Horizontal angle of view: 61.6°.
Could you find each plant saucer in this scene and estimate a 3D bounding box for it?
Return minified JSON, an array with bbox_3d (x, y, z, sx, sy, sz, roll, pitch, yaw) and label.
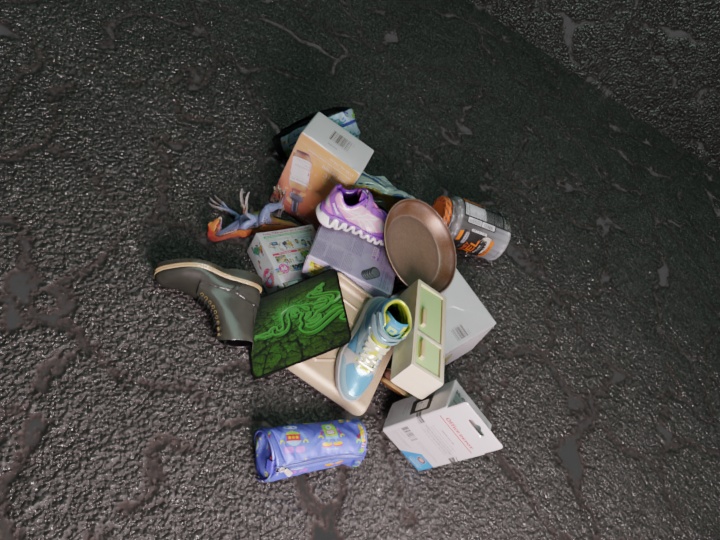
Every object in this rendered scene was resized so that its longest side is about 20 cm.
[{"bbox_3d":[0.116,-0.044,1.234,0.196,0.036,0.207,14,67,-34],"label":"plant saucer"}]

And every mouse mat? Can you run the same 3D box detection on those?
[{"bbox_3d":[-0.118,0.094,1.093,0.194,0.008,0.165,-21,55,7],"label":"mouse mat"}]

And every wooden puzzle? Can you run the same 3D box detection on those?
[{"bbox_3d":[-0.029,0.138,1.137,0.183,0.046,0.203,36,69,-14],"label":"wooden puzzle"}]

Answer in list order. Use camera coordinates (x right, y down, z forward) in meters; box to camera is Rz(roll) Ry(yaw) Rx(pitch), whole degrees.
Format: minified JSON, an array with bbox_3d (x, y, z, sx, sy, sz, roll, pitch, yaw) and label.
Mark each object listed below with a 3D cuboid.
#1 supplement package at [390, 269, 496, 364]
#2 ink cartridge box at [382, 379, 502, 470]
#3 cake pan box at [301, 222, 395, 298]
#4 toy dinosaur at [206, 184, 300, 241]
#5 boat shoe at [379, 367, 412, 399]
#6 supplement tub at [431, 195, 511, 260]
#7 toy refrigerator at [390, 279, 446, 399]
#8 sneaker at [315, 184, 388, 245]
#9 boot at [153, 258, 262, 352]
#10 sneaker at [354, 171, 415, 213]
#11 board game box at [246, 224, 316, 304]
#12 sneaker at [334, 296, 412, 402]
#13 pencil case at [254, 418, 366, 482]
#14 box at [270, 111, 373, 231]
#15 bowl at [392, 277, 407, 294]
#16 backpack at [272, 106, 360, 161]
[{"bbox_3d":[0.155,0.112,1.267,0.196,0.112,0.158,-22,67,-35],"label":"supplement package"},{"bbox_3d":[0.148,0.271,1.060,0.117,0.198,0.067,49,41,-14],"label":"ink cartridge box"},{"bbox_3d":[-0.011,-0.034,1.233,0.180,0.053,0.203,26,38,-7],"label":"cake pan box"},{"bbox_3d":[-0.222,-0.098,1.234,0.201,0.105,0.182,47,63,-7],"label":"toy dinosaur"},{"bbox_3d":[0.128,0.236,1.174,0.197,0.070,0.072,34,81,-17],"label":"boat shoe"},{"bbox_3d":[0.275,-0.112,1.542,0.194,0.123,0.125,17,46,-19],"label":"supplement tub"},{"bbox_3d":[0.110,0.119,1.098,0.075,0.070,0.204,32,41,-19],"label":"toy refrigerator"},{"bbox_3d":[0.010,-0.119,1.231,0.194,0.090,0.082,15,35,-21],"label":"sneaker"},{"bbox_3d":[-0.273,0.063,1.075,0.193,0.078,0.143,8,61,-17],"label":"boot"},{"bbox_3d":[0.071,-0.196,1.514,0.195,0.076,0.090,21,45,-18],"label":"sneaker"},{"bbox_3d":[-0.121,0.012,1.219,0.145,0.065,0.203,-11,63,-40],"label":"board game box"},{"bbox_3d":[0.024,0.134,1.065,0.078,0.130,0.205,26,73,-17],"label":"sneaker"},{"bbox_3d":[-0.080,0.294,0.994,0.194,0.080,0.087,2,23,-31],"label":"pencil case"},{"bbox_3d":[-0.087,-0.208,1.326,0.150,0.202,0.107,32,41,-4],"label":"box"},{"bbox_3d":[0.126,-0.033,1.398,0.195,0.095,0.205,18,47,-20],"label":"bowl"},{"bbox_3d":[-0.086,-0.313,1.419,0.161,0.198,0.158,-25,88,-44],"label":"backpack"}]
